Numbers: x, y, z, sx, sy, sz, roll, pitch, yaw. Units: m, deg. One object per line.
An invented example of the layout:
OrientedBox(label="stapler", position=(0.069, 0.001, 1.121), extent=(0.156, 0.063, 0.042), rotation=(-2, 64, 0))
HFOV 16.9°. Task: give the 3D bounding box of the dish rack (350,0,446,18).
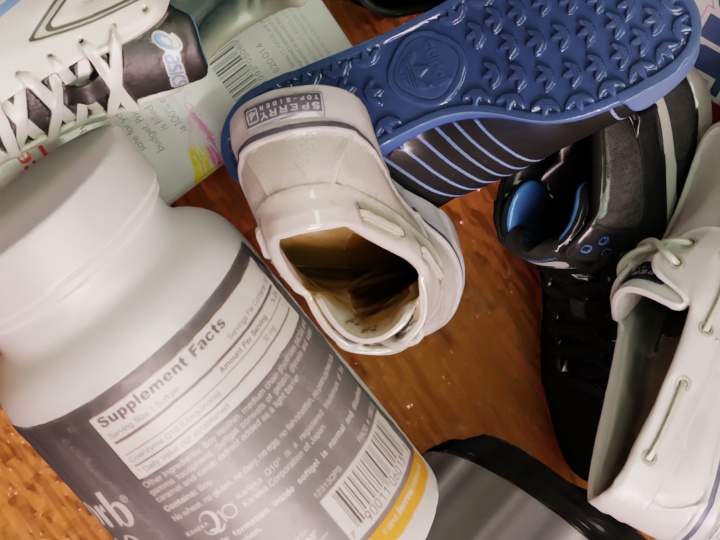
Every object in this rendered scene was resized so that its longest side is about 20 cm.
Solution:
OrientedBox(label="dish rack", position=(0.041, -0.220, 1.076), extent=(0.153, 0.055, 0.200), rotation=(-15, 95, -18))

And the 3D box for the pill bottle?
OrientedBox(label="pill bottle", position=(-0.069, 0.048, 0.948), extent=(0.116, 0.116, 0.200), rotation=(-43, 108, -13))

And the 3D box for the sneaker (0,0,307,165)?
OrientedBox(label="sneaker", position=(-0.107, -0.082, 0.914), extent=(0.200, 0.072, 0.072), rotation=(-35, 138, -19))

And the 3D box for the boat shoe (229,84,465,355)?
OrientedBox(label="boat shoe", position=(0.000, 0.000, 0.949), extent=(0.071, 0.200, 0.070), rotation=(-12, 66, 8))

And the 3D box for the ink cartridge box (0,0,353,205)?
OrientedBox(label="ink cartridge box", position=(-0.116, -0.076, 1.017), extent=(0.200, 0.067, 0.117), rotation=(-38, 103, -15))

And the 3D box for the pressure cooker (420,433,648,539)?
OrientedBox(label="pressure cooker", position=(0.037, 0.192, 1.012), extent=(0.200, 0.179, 0.176), rotation=(-46, 108, -17))

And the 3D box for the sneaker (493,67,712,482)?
OrientedBox(label="sneaker", position=(0.092, 0.007, 1.047), extent=(0.112, 0.073, 0.200), rotation=(-17, 116, -55))

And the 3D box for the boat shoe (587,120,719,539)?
OrientedBox(label="boat shoe", position=(0.136, 0.014, 0.981), extent=(0.067, 0.074, 0.200), rotation=(21, 60, -20))

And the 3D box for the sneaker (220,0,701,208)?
OrientedBox(label="sneaker", position=(0.044, -0.068, 0.987), extent=(0.200, 0.078, 0.070), rotation=(-15, 73, 11))

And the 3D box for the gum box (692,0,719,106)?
OrientedBox(label="gum box", position=(0.210, -0.160, 1.064), extent=(0.113, 0.066, 0.200), rotation=(33, 106, 19))
